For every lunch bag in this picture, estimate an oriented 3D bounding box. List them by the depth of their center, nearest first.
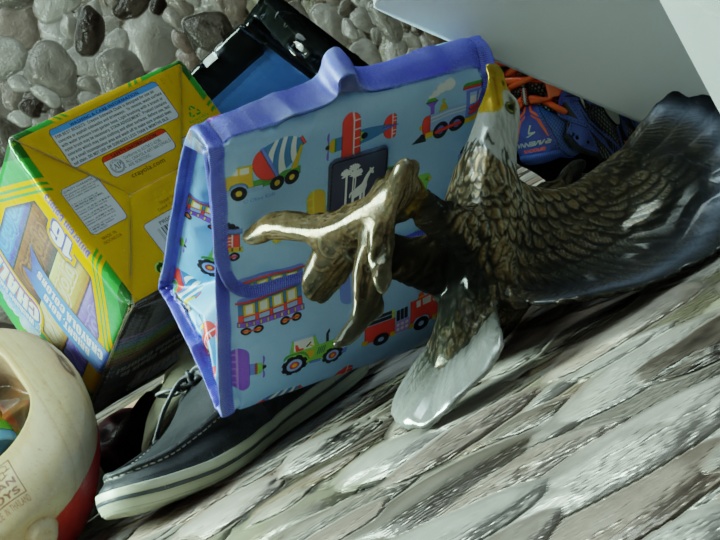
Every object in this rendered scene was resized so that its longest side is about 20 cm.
[{"bbox_3d":[-0.015,-0.039,0.929,0.150,0.094,0.201,-18,-34,-18],"label":"lunch bag"}]

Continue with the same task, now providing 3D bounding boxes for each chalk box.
[{"bbox_3d":[-0.143,-0.006,1.127,0.124,0.124,0.200,-30,-14,-31],"label":"chalk box"}]

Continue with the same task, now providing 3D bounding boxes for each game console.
[{"bbox_3d":[-0.006,-0.057,1.109,0.117,0.199,0.176,-53,22,7],"label":"game console"}]

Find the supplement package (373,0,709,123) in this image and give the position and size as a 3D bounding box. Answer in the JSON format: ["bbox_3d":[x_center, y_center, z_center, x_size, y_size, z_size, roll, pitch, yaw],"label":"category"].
[{"bbox_3d":[0.124,-0.172,0.950,0.111,0.199,0.157,-91,24,-75],"label":"supplement package"}]

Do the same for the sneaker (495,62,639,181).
[{"bbox_3d":[0.112,-0.099,1.059,0.075,0.200,0.079,-7,39,47],"label":"sneaker"}]

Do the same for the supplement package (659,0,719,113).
[{"bbox_3d":[0.235,-0.115,0.704,0.199,0.122,0.120,-32,4,-27],"label":"supplement package"}]

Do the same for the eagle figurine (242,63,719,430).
[{"bbox_3d":[0.075,-0.018,0.849,0.199,0.152,0.152,4,27,-36],"label":"eagle figurine"}]

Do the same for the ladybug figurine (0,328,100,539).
[{"bbox_3d":[-0.207,0.108,1.063,0.135,0.072,0.200,-37,36,-6],"label":"ladybug figurine"}]

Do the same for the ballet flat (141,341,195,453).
[{"bbox_3d":[-0.067,0.055,1.121,0.199,0.070,0.069,-25,0,-40],"label":"ballet flat"}]

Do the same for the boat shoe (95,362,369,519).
[{"bbox_3d":[-0.074,0.073,1.017,0.074,0.063,0.200,-23,8,47],"label":"boat shoe"}]

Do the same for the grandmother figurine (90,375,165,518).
[{"bbox_3d":[-0.144,0.107,1.178,0.122,0.060,0.200,-57,-9,32],"label":"grandmother figurine"}]
